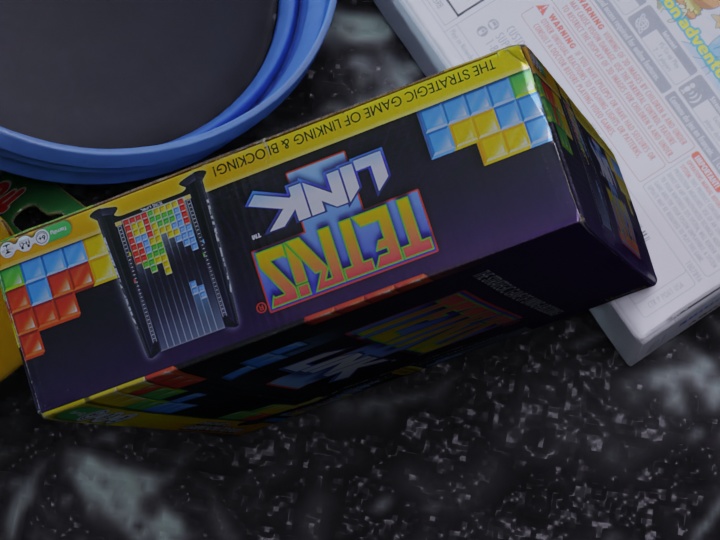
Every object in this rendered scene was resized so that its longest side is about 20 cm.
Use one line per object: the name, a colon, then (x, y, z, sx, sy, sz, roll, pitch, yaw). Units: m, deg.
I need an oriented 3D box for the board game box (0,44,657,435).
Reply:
board game box: (0.000, 0.000, 0.695, 0.164, 0.200, 0.057, -19, 81, 12)

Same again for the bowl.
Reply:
bowl: (-0.106, -0.122, 0.806, 0.199, 0.039, 0.202, 9, 62, -16)

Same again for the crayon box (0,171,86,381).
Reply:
crayon box: (-0.183, 0.022, 0.748, 0.200, 0.051, 0.127, -39, 33, -13)

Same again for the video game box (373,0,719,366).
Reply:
video game box: (0.119, -0.096, 0.828, 0.182, 0.047, 0.201, -32, 76, -7)
